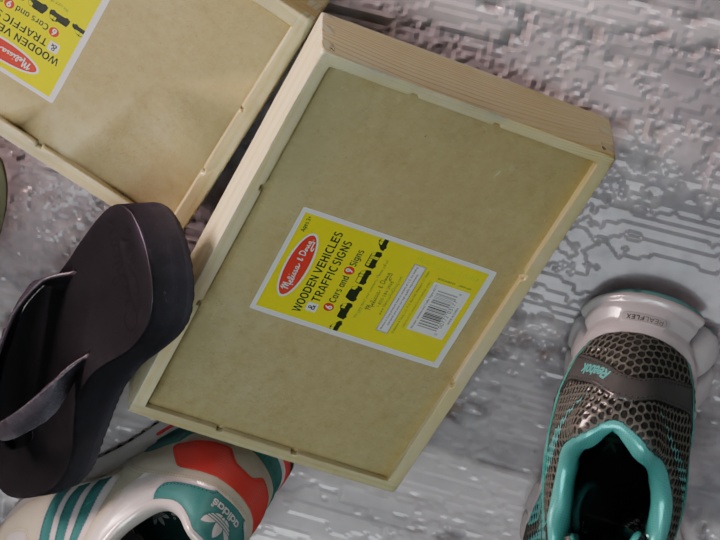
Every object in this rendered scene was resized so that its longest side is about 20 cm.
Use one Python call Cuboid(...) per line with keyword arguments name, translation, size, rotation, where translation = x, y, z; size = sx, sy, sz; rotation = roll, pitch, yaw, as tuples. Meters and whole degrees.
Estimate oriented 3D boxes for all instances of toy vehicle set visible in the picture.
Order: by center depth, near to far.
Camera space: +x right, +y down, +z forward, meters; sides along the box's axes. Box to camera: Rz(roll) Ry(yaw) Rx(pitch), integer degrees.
Cuboid(name="toy vehicle set", translation=(-0.126, -0.112, 0.838), size=(0.200, 0.027, 0.124), rotation=(33, 124, -5))
Cuboid(name="toy vehicle set", translation=(0.000, 0.000, 0.857), size=(0.124, 0.027, 0.200), rotation=(19, 126, -17))

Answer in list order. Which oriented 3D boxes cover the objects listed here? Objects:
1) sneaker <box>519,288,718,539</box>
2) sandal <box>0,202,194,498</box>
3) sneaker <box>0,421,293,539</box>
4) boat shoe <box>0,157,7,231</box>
Cuboid(name="sneaker", translation=(0.098, 0.109, 0.877), size=(0.077, 0.091, 0.200), rotation=(8, 123, 13))
Cuboid(name="sandal", translation=(-0.127, 0.032, 0.890), size=(0.043, 0.076, 0.200), rotation=(-6, 151, -31))
Cuboid(name="sneaker", translation=(-0.119, 0.134, 0.957), size=(0.200, 0.093, 0.070), rotation=(-34, 106, 31))
Cuboid(name="boat shoe", translation=(-0.216, 0.011, 0.918), size=(0.072, 0.066, 0.201), rotation=(36, 132, -11))
